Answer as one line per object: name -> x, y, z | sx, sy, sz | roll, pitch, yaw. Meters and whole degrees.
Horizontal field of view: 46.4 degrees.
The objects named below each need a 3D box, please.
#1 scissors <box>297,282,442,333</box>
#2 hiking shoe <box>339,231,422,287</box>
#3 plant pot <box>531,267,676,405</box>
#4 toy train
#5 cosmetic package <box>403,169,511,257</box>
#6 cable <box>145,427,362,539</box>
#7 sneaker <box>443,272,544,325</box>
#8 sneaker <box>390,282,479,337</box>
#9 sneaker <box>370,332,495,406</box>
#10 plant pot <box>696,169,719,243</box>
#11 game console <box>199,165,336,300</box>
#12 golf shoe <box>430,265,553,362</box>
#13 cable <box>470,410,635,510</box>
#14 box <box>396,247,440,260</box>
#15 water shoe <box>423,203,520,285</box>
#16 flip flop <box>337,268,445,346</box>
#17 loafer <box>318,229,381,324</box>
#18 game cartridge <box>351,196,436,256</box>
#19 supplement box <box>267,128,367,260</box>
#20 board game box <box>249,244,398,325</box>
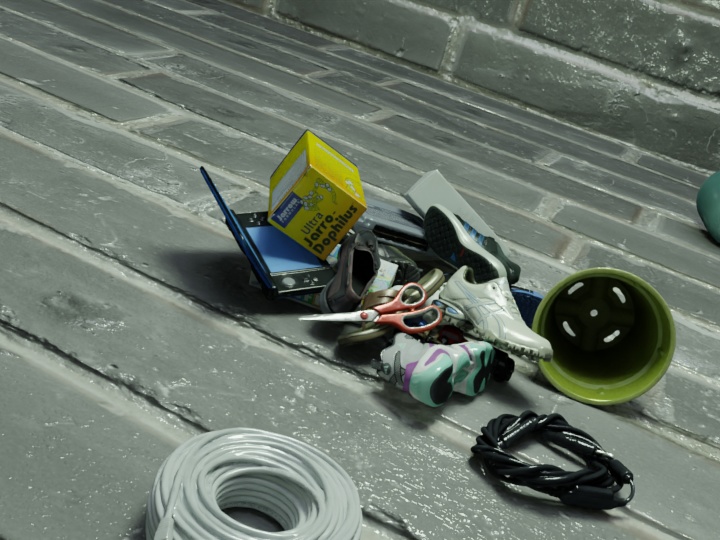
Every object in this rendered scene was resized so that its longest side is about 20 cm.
scissors -> 0.018, 0.066, 1.128 | 0.199, 0.014, 0.073 | -15, 69, -26
hiking shoe -> 0.007, -0.019, 1.408 | 0.199, 0.076, 0.101 | 25, 12, 6
plant pot -> 0.363, 0.081, 1.284 | 0.199, 0.201, 0.184 | 20, 13, 8
toy train -> 0.132, 0.105, 1.227 | 0.199, 0.046, 0.034 | 23, 24, 15
cosmetic package -> 0.170, -0.084, 1.499 | 0.200, 0.074, 0.102 | 48, 0, -6
cable -> -0.098, 0.228, 0.781 | 0.199, 0.070, 0.200 | 10, 24, -17
sneaker -> 0.215, 0.038, 1.398 | 0.199, 0.070, 0.078 | 9, 32, -13
sneaker -> 0.140, 0.040, 1.301 | 0.199, 0.089, 0.075 | 15, 23, -19
sneaker -> 0.089, 0.117, 1.138 | 0.139, 0.078, 0.200 | 20, 10, 32
plant pot -> 0.977, -0.145, 2.158 | 0.200, 0.201, 0.161 | 18, 35, 3
game console -> -0.133, -0.063, 1.238 | 0.170, 0.119, 0.200 | -8, 42, -27
golf shoe -> 0.194, 0.057, 1.190 | 0.200, 0.098, 0.078 | 28, 0, 35
cable -> 0.229, 0.221, 1.031 | 0.199, 0.051, 0.163 | 11, 24, -12
box -> 0.083, -0.042, 1.526 | 0.199, 0.042, 0.039 | -4, 30, -37
water shoe -> 0.181, -0.036, 1.391 | 0.079, 0.072, 0.200 | -3, 43, -41
flip flop -> 0.040, 0.046, 1.193 | 0.200, 0.058, 0.081 | -36, 8, -28
loafer -> 0.000, 0.000, 1.231 | 0.072, 0.063, 0.200 | 44, 37, -15
game cartridge -> 0.043, -0.084, 1.458 | 0.199, 0.041, 0.133 | 15, 24, -33
supplement box -> -0.070, -0.122, 1.309 | 0.109, 0.109, 0.200 | 35, 18, -18
board game box -> -0.054, 0.007, 1.302 | 0.199, 0.034, 0.135 | 19, 36, 6
